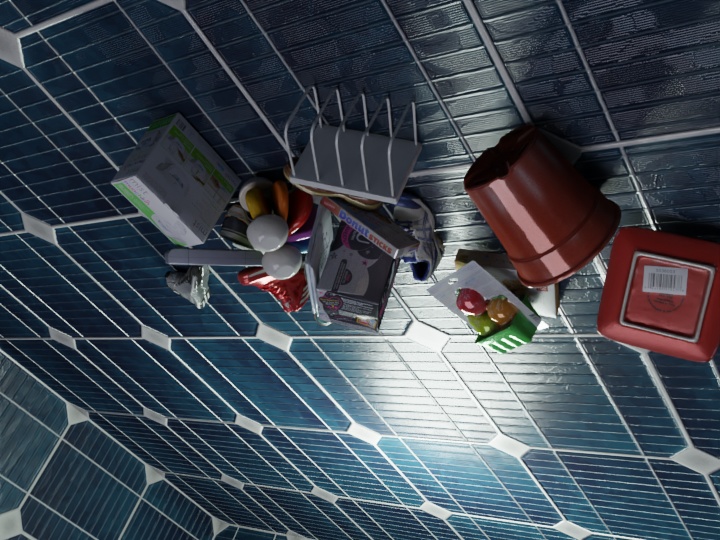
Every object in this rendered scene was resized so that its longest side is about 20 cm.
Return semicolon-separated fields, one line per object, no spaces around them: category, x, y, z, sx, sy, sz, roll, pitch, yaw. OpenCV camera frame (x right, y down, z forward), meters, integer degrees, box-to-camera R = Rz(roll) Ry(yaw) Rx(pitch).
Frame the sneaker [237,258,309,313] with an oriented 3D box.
sneaker;-0.177;0.040;1.866;0.078;0.199;0.117;-4;96;46

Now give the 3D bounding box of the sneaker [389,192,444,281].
sneaker;0.106;-0.061;1.649;0.075;0.089;0.201;1;140;36

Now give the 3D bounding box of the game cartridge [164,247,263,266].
game cartridge;-0.308;-0.029;1.799;0.198;0.042;0.133;1;177;-17

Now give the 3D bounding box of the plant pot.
plant pot;0.280;-0.113;1.374;0.195;0.201;0.200;47;142;-18

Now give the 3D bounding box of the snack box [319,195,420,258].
snack box;0.017;-0.091;1.611;0.199;0.072;0.024;38;125;27

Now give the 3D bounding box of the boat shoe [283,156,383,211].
boat shoe;-0.045;-0.177;1.604;0.198;0.072;0.068;18;143;-1

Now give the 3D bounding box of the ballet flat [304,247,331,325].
ballet flat;-0.089;0.020;1.893;0.067;0.075;0.202;-6;109;-2

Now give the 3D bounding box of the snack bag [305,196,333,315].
snack bag;-0.076;-0.041;1.702;0.021;0.202;0.189;6;147;7

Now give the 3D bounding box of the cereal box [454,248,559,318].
cereal box;0.292;0.025;1.691;0.198;0.040;0.144;10;147;23

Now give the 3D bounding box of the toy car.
toy car;-0.152;-0.098;1.733;0.149;0.176;0.201;-21;138;1

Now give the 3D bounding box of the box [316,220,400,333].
box;0.000;0.000;1.694;0.131;0.201;0.115;13;146;9

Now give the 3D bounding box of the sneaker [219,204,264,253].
sneaker;-0.246;-0.088;1.869;0.078;0.080;0.200;15;172;9

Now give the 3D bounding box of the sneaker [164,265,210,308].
sneaker;-0.445;0.023;2.160;0.115;0.075;0.201;24;149;6

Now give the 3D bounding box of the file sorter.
file sorter;-0.014;-0.223;1.448;0.198;0.139;0.125;13;144;18

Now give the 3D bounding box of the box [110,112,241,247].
box;-0.363;-0.177;1.711;0.096;0.177;0.200;-6;138;42

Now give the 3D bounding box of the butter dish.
butter dish;0.522;0.028;1.455;0.198;0.148;0.202;14;106;20

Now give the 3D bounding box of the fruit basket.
fruit basket;0.250;0.067;1.684;0.200;0.094;0.185;43;149;-5
